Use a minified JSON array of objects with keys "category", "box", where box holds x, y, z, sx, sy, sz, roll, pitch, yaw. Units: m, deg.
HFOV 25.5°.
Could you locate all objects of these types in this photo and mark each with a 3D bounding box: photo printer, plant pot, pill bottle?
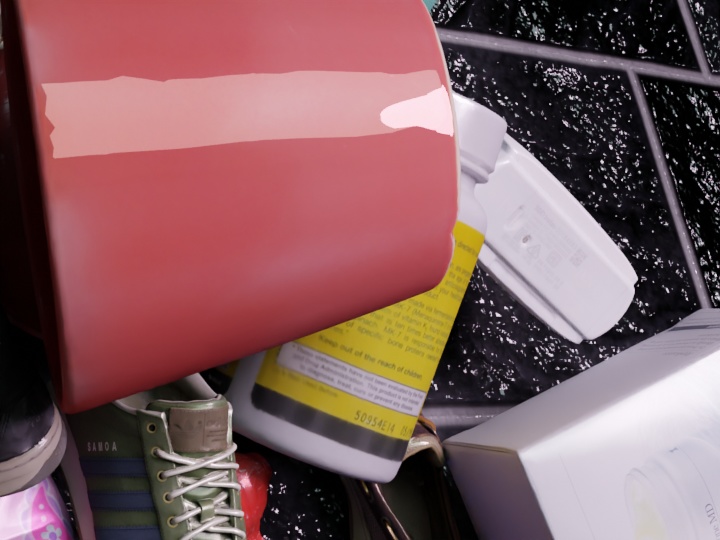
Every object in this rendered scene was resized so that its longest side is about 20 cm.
[{"category":"photo printer","box":[0.070,-0.055,1.006,0.166,0.070,0.200,41,4,-39]},{"category":"plant pot","box":[-0.060,-0.049,0.702,0.175,0.201,0.202,-8,69,-15]},{"category":"pill bottle","box":[0.000,0.000,0.843,0.113,0.114,0.202,22,89,-28]}]

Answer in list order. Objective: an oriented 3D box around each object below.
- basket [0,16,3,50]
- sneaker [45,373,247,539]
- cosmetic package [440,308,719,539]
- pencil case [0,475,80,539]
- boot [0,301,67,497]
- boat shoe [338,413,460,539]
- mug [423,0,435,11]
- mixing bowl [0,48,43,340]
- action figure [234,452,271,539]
[{"category":"basket","box":[-0.222,-0.242,0.898,0.122,0.135,0.202,14,54,-35]},{"category":"sneaker","box":[-0.090,0.098,0.752,0.067,0.090,0.201,1,46,-41]},{"category":"cosmetic package","box":[0.185,0.151,0.923,0.199,0.123,0.201,-25,94,-17]},{"category":"pencil case","box":[-0.155,0.177,0.758,0.087,0.087,0.201,-22,80,-43]},{"category":"boot","box":[-0.235,0.039,0.681,0.198,0.152,0.074,-5,40,-2]},{"category":"boat shoe","box":[0.022,0.107,0.934,0.072,0.072,0.202,-1,72,-37]},{"category":"mug","box":[-0.039,-0.190,0.912,0.184,0.115,0.152,18,48,28]},{"category":"mixing bowl","box":[-0.129,-0.068,0.846,0.198,0.109,0.202,3,67,-8]},{"category":"action figure","box":[-0.072,0.169,0.850,0.065,0.098,0.202,-35,112,-47]}]
